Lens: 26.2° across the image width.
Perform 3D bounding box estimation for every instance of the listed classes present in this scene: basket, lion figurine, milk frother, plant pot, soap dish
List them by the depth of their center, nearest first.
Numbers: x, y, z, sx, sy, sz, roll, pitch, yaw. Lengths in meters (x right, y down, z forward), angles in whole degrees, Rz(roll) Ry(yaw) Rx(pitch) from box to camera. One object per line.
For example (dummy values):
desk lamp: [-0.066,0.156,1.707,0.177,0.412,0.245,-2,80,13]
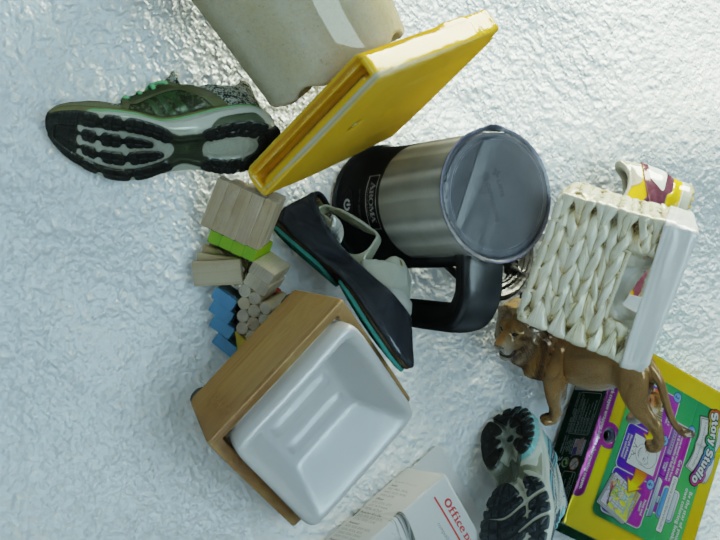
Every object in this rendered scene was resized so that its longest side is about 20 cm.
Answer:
plant pot: [-0.062,-0.246,1.301,0.200,0.200,0.184,-35,103,-26]
soap dish: [-0.049,0.117,1.322,0.157,0.081,0.200,-47,147,-9]
basket: [0.221,-0.003,1.384,0.123,0.200,0.136,20,99,8]
milk frother: [0.110,-0.046,1.412,0.199,0.188,0.181,-21,100,-29]
lion figurine: [0.223,0.094,1.477,0.072,0.199,0.123,-46,139,-55]

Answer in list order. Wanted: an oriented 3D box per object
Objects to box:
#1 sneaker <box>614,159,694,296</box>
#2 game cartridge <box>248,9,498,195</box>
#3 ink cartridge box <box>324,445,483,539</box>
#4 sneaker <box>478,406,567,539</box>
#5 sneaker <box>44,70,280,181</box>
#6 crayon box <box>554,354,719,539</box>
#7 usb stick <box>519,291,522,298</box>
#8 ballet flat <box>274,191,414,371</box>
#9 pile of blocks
sneaker: [0.257,-0.012,1.536,0.090,0.075,0.201,24,71,0]
game cartridge: [0.014,-0.149,1.338,0.032,0.176,0.200,53,40,5]
ink cartridge box: [0.047,0.265,1.438,0.200,0.067,0.116,-38,107,-26]
sneaker: [0.167,0.225,1.466,0.086,0.077,0.201,44,35,-32]
sneaker: [-0.172,-0.132,1.330,0.199,0.077,0.089,1,47,-19]
crayon box: [0.283,0.192,1.584,0.172,0.058,0.201,29,74,-28]
usb stick: [0.238,-0.012,1.577,0.200,0.033,0.056,-42,100,-24]
ballet flat: [0.000,0.000,1.354,0.073,0.200,0.073,-28,146,-22]
pile of blocks: [-0.099,0.014,1.372,0.062,0.082,0.201,-34,124,-71]
